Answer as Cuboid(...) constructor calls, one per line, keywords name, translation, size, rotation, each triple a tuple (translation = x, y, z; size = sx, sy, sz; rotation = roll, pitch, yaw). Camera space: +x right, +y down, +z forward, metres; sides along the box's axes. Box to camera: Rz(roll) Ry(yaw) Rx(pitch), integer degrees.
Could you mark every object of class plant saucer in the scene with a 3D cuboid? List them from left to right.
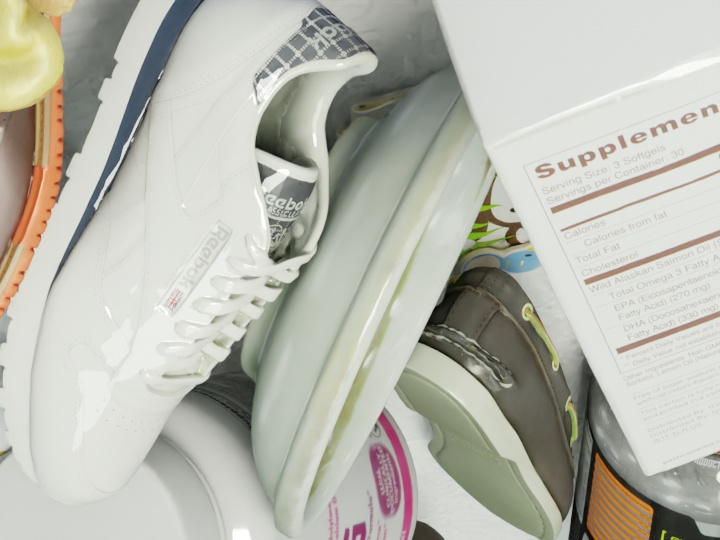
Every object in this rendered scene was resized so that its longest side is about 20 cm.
Cuboid(name="plant saucer", translation=(0.000, 0.000, 0.984), size=(0.050, 0.200, 0.201), rotation=(26, 135, 7))

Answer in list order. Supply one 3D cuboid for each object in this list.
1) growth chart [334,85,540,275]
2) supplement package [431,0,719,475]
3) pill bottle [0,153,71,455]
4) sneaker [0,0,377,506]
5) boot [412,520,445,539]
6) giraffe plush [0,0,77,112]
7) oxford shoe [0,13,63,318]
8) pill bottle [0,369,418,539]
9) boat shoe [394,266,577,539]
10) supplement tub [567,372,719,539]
Cuboid(name="growth chart", translation=(0.060, -0.040, 1.085), size=(0.199, 0.018, 0.145), rotation=(-18, 141, 3))
Cuboid(name="supplement package", translation=(0.107, -0.044, 0.867), size=(0.117, 0.117, 0.200), rotation=(-21, 140, 7))
Cuboid(name="pill bottle", translation=(-0.186, 0.033, 1.008), size=(0.199, 0.112, 0.112), rotation=(-28, 139, 13))
Cuboid(name="sneaker", translation=(-0.061, -0.004, 0.914), size=(0.076, 0.080, 0.201), rotation=(-7, 120, -63))
Cuboid(name="boot", translation=(0.037, 0.199, 1.317), size=(0.199, 0.065, 0.186), rotation=(27, 137, -36))
Cuboid(name="giraffe plush", translation=(-0.125, -0.139, 0.728), size=(0.161, 0.200, 0.173), rotation=(22, 136, 12))
Cuboid(name="oxford shoe", translation=(-0.138, -0.069, 0.886), size=(0.072, 0.071, 0.201), rotation=(5, 103, -28))
Cuboid(name="pill bottle", translation=(-0.064, 0.101, 1.065), size=(0.113, 0.114, 0.200), rotation=(-36, 168, 22))
Cuboid(name="boat shoe", translation=(0.066, 0.063, 1.164), size=(0.061, 0.072, 0.201), rotation=(-56, 157, -13))
Cuboid(name="supplement tub", translation=(0.158, 0.095, 1.193), size=(0.122, 0.123, 0.201), rotation=(-9, 141, -10))
